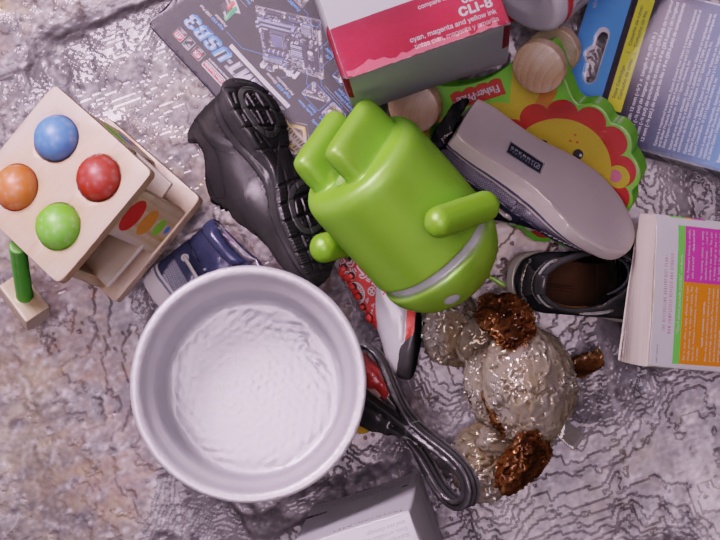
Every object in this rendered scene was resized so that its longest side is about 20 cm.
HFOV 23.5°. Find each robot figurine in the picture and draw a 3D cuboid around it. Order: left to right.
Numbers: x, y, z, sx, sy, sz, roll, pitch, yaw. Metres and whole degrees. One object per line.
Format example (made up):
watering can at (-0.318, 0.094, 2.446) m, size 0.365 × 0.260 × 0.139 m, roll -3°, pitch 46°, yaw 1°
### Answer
robot figurine at (0.036, -0.047, 1.455) m, size 0.200 × 0.175 × 0.116 m, roll 48°, pitch 53°, yaw -23°

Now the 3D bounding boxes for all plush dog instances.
plush dog at (0.142, 0.104, 1.521) m, size 0.160 × 0.172 × 0.200 m, roll -11°, pitch 90°, yaw 3°

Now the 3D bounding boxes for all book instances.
book at (0.331, 0.024, 1.531) m, size 0.200 × 0.048 × 0.134 m, roll 6°, pitch 90°, yaw -25°

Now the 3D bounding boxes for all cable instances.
cable at (0.041, 0.131, 1.546) m, size 0.200 × 0.050 × 0.097 m, roll 30°, pitch 113°, yaw 30°

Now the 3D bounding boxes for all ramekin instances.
ramekin at (-0.095, 0.100, 1.503) m, size 0.200 × 0.098 × 0.201 m, roll 0°, pitch 84°, yaw -1°

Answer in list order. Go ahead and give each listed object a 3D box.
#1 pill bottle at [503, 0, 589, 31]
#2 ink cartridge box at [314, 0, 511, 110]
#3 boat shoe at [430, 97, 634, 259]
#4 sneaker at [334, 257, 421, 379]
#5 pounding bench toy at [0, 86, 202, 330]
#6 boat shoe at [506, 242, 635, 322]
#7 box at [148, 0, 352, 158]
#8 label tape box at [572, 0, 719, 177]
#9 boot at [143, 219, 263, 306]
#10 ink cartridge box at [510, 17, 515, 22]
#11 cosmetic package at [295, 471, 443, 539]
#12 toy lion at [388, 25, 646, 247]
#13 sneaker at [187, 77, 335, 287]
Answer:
pill bottle at (0.202, -0.310, 1.516) m, size 0.200 × 0.114 × 0.114 m, roll -40°, pitch 88°, yaw -18°
ink cartridge box at (0.026, -0.257, 1.438) m, size 0.144 × 0.145 × 0.200 m, roll -19°, pitch 83°, yaw 2°
boat shoe at (0.140, -0.066, 1.518) m, size 0.200 × 0.093 × 0.075 m, roll 38°, pitch 55°, yaw -7°
sneaker at (0.000, -0.001, 1.583) m, size 0.108 × 0.067 × 0.202 m, roll -1°, pitch 89°, yaw 6°
pounding bench toy at (-0.269, -0.038, 1.540) m, size 0.124 × 0.156 × 0.200 m, roll 41°, pitch 93°, yaw 16°
boat shoe at (0.234, 0.011, 1.545) m, size 0.200 × 0.068 × 0.072 m, roll -2°, pitch 88°, yaw -20°
box at (-0.056, -0.220, 1.589) m, size 0.198 × 0.050 × 0.200 m, roll -44°, pitch 89°, yaw 3°
label tape box at (0.290, -0.169, 1.555) m, size 0.200 × 0.066 × 0.144 m, roll 18°, pitch 92°, yaw 24°
boot at (-0.104, 0.051, 1.584) m, size 0.090 × 0.073 × 0.200 m, roll -42°, pitch 88°, yaw 10°
ink cartridge box at (0.088, -0.299, 1.552) m, size 0.200 × 0.050 × 0.161 m, roll -6°, pitch 83°, yaw -6°
cosmetic package at (0.010, 0.244, 1.518) m, size 0.113 × 0.200 × 0.081 m, roll -19°, pitch 90°, yaw 3°
toy lion at (0.148, -0.109, 1.554) m, size 0.200 × 0.069 × 0.192 m, roll -15°, pitch 105°, yaw 26°
sneaker at (-0.087, -0.069, 1.544) m, size 0.091 × 0.076 × 0.200 m, roll -34°, pitch 75°, yaw 36°
